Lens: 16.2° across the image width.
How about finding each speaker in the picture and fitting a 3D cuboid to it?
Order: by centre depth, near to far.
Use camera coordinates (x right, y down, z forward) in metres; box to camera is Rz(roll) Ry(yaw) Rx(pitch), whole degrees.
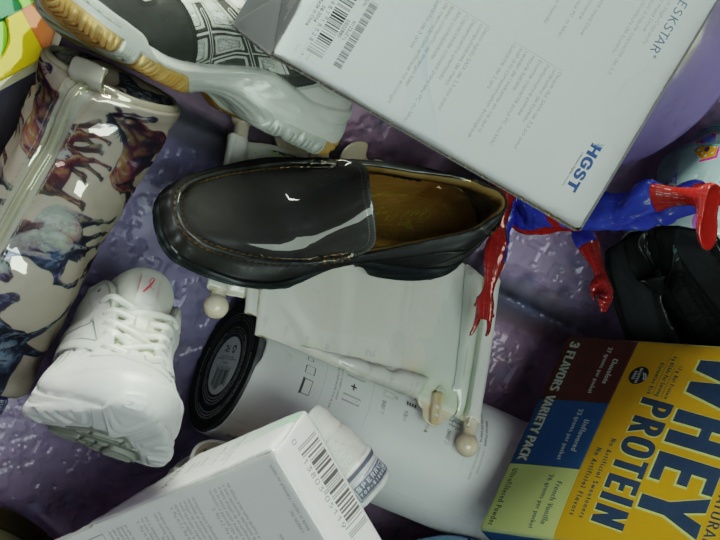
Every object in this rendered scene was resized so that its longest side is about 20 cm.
[{"bbox_3d":[0.007,0.090,1.437,0.200,0.081,0.081,24,99,-24],"label":"speaker"}]

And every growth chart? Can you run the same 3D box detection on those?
[{"bbox_3d":[0.000,0.000,1.402,0.200,0.018,0.145,28,61,-23],"label":"growth chart"}]

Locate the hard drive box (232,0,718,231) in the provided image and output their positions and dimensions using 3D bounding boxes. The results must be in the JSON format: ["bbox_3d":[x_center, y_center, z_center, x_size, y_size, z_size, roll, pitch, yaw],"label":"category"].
[{"bbox_3d":[0.062,-0.137,1.288,0.200,0.077,0.156,29,96,-24],"label":"hard drive box"}]

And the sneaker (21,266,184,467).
[{"bbox_3d":[-0.128,0.044,1.321,0.078,0.200,0.100,23,85,-15],"label":"sneaker"}]

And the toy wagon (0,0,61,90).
[{"bbox_3d":[-0.232,-0.178,1.289,0.155,0.040,0.200,-29,115,-8],"label":"toy wagon"}]

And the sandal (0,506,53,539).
[{"bbox_3d":[-0.158,0.210,1.428,0.054,0.080,0.200,-41,115,16],"label":"sandal"}]

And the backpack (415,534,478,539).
[{"bbox_3d":[0.021,0.255,1.446,0.200,0.135,0.183,-23,114,7],"label":"backpack"}]

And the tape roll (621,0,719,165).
[{"bbox_3d":[0.113,-0.160,1.387,0.199,0.085,0.201,-6,109,-18],"label":"tape roll"}]

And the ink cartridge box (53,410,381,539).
[{"bbox_3d":[-0.071,0.181,1.340,0.200,0.050,0.161,-24,101,34],"label":"ink cartridge box"}]

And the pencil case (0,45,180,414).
[{"bbox_3d":[-0.170,-0.025,1.322,0.078,0.089,0.200,32,106,6],"label":"pencil case"}]

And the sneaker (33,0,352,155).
[{"bbox_3d":[-0.080,-0.133,1.322,0.200,0.076,0.088,21,95,-40],"label":"sneaker"}]

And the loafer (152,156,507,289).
[{"bbox_3d":[-0.014,-0.034,1.350,0.200,0.072,0.073,-4,75,-33],"label":"loafer"}]

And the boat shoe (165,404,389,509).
[{"bbox_3d":[-0.072,0.124,1.382,0.070,0.200,0.071,51,46,-11],"label":"boat shoe"}]

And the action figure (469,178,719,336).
[{"bbox_3d":[0.128,-0.007,1.379,0.065,0.200,0.099,0,96,-39],"label":"action figure"}]

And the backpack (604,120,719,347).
[{"bbox_3d":[0.235,0.013,1.454,0.200,0.167,0.127,47,55,-24],"label":"backpack"}]

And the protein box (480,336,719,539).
[{"bbox_3d":[0.215,0.152,1.420,0.199,0.200,0.135,50,56,-39],"label":"protein box"}]
